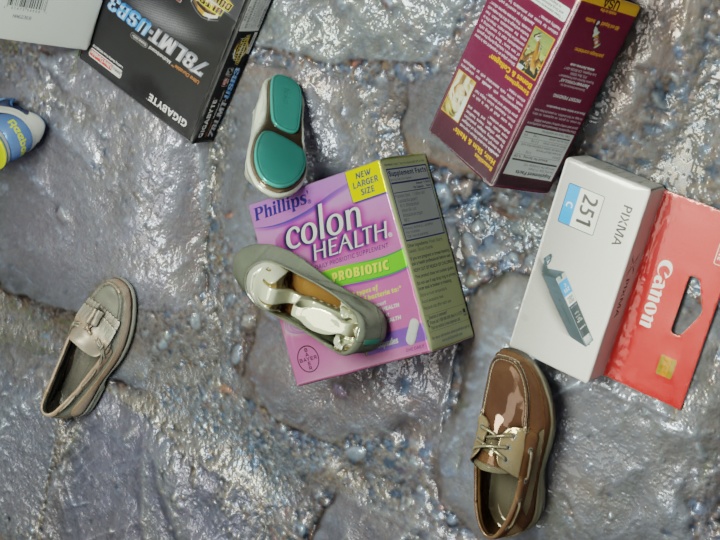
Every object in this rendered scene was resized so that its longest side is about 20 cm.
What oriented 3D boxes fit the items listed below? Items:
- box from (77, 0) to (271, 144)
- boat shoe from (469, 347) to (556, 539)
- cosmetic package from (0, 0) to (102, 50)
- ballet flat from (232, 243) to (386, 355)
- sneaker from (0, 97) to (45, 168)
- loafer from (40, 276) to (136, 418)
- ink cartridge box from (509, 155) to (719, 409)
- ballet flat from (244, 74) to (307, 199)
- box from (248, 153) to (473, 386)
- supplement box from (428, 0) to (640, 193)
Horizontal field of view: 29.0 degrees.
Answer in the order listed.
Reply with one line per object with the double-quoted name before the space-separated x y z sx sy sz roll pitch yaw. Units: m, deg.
"box" -0.212 -0.280 1.581 0.199 0.050 0.200 38 114 23
"boat shoe" 0.148 0.178 1.390 0.075 0.071 0.202 9 110 38
"cosmetic package" -0.423 -0.358 1.587 0.200 0.198 0.124 38 115 37
"ballet flat" -0.064 0.026 1.408 0.199 0.063 0.068 26 110 27
"sneaker" -0.465 -0.177 1.747 0.199 0.082 0.075 20 137 46
"loafer" -0.334 0.101 1.703 0.072 0.063 0.201 36 115 23
"ink cartridge box" 0.251 0.013 1.333 0.175 0.045 0.202 24 110 28
"ballet flat" -0.093 -0.126 1.467 0.069 0.201 0.070 1 132 1
"box" 0.000 0.000 1.458 0.175 0.096 0.202 -16 88 33
"supplement box" 0.161 -0.188 1.318 0.110 0.085 0.202 45 120 42
